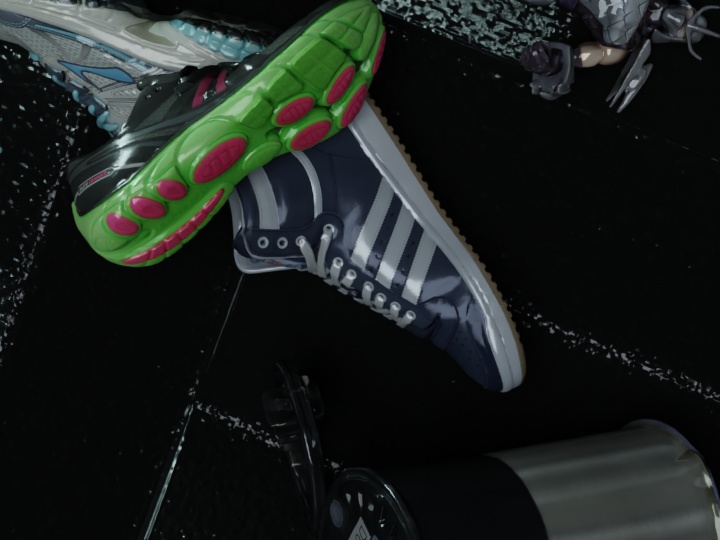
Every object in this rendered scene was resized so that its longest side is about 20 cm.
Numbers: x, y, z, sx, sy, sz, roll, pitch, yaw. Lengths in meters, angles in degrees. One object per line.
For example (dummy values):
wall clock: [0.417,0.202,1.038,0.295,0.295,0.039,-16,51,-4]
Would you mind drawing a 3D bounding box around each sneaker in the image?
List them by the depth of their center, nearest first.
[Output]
sneaker: [-0.073,-0.088,1.006,0.199,0.077,0.084,-36,56,-12]
sneaker: [0.000,0.000,1.051,0.108,0.070,0.201,-32,84,-14]
sneaker: [-0.139,-0.110,1.079,0.198,0.078,0.087,15,104,9]

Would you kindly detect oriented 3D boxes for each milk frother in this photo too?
milk frother: [0.060,0.122,1.040,0.186,0.180,0.202,-6,69,-28]

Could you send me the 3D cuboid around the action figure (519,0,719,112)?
action figure: [0.102,-0.163,1.029,0.198,0.069,0.131,24,93,3]
